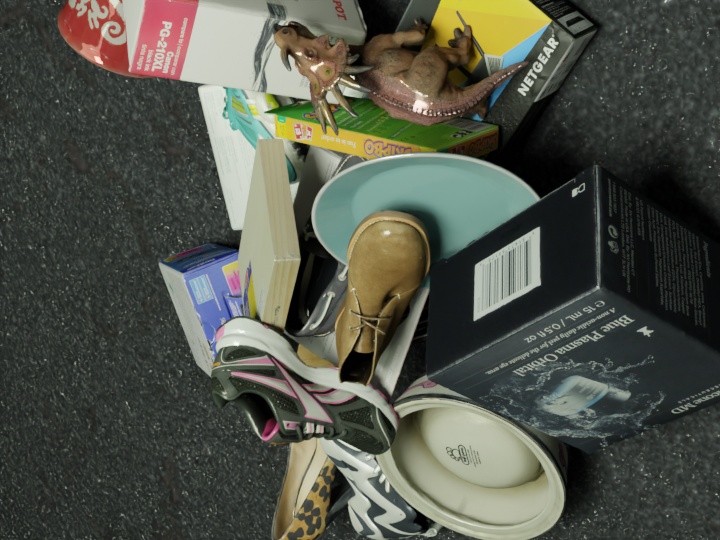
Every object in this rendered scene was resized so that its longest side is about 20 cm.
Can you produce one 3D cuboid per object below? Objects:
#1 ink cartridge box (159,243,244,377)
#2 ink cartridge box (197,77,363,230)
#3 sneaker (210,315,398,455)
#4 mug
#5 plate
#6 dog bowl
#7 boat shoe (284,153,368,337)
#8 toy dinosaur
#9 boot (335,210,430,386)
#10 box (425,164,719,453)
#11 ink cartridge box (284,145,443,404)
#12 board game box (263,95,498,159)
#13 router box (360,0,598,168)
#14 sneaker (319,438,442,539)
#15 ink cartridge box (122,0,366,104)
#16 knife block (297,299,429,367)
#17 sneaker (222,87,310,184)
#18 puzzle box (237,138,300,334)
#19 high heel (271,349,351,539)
[{"bbox_3d":[-0.152,0.048,1.261,0.137,0.076,0.200,71,166,-11],"label":"ink cartridge box"},{"bbox_3d":[-0.060,-0.132,1.196,0.198,0.047,0.161,-5,107,23],"label":"ink cartridge box"},{"bbox_3d":[-0.060,0.130,1.062,0.199,0.087,0.080,30,144,-18],"label":"sneaker"},{"bbox_3d":[-0.200,-0.316,1.182,0.201,0.176,0.134,-59,34,35],"label":"mug"},{"bbox_3d":[0.058,-0.045,0.960,0.198,0.026,0.201,4,148,3],"label":"plate"},{"bbox_3d":[0.116,0.173,1.128,0.199,0.074,0.201,17,136,17],"label":"dog bowl"},{"bbox_3d":[-0.023,-0.023,1.056,0.072,0.063,0.201,33,119,26],"label":"boat shoe"},{"bbox_3d":[0.032,-0.154,0.951,0.199,0.135,0.087,16,118,25],"label":"toy dinosaur"},{"bbox_3d":[0.016,0.029,0.990,0.073,0.076,0.201,11,141,-3],"label":"boot"},{"bbox_3d":[0.191,0.042,0.942,0.199,0.118,0.196,26,142,-28],"label":"box"},{"bbox_3d":[0.000,0.000,1.112,0.176,0.045,0.201,33,119,26],"label":"ink cartridge box"},{"bbox_3d":[0.014,-0.126,1.018,0.199,0.095,0.030,20,120,35],"label":"board game box"},{"bbox_3d":[0.098,-0.179,1.022,0.149,0.051,0.201,44,133,15],"label":"router box"},{"bbox_3d":[0.035,0.210,1.242,0.129,0.079,0.201,0,110,38],"label":"sneaker"},{"bbox_3d":[-0.109,-0.237,1.040,0.145,0.198,0.085,-105,29,-44],"label":"ink cartridge box"},{"bbox_3d":[0.029,0.059,1.181,0.175,0.064,0.201,31,123,27],"label":"knife block"},{"bbox_3d":[-0.112,-0.174,1.137,0.079,0.077,0.201,-24,98,37],"label":"sneaker"},{"bbox_3d":[-0.088,-0.010,1.074,0.200,0.025,0.134,108,155,-55],"label":"puzzle box"},{"bbox_3d":[-0.069,0.202,1.279,0.071,0.142,0.201,-7,106,41],"label":"high heel"}]
